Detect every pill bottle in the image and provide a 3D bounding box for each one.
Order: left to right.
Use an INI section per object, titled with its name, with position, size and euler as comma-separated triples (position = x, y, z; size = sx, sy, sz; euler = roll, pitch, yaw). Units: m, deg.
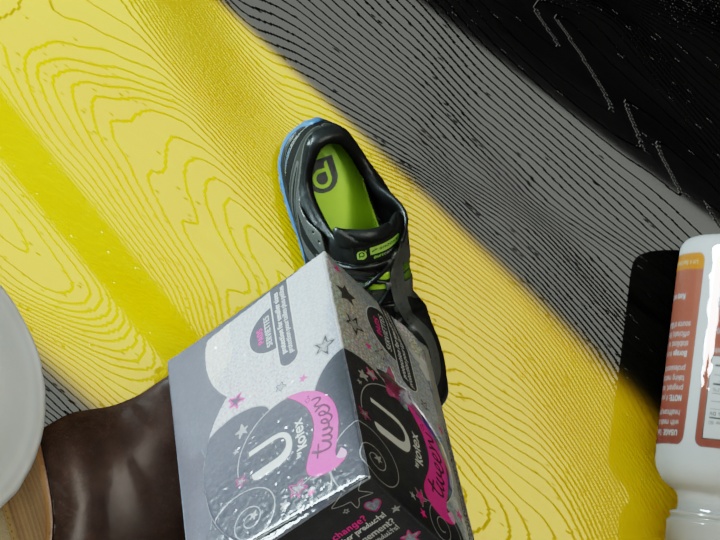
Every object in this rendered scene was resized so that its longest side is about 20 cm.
[pill bottle]
position = 0.247, 0.084, 1.404
size = 0.111, 0.112, 0.202
euler = 9, 85, -8

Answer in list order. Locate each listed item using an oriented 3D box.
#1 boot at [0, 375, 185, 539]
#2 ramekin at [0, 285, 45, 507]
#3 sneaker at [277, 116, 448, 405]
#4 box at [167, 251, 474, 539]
[boot]
position = -0.135, 0.176, 1.355
size = 0.165, 0.072, 0.201
euler = -25, 86, -8
[ramekin]
position = -0.294, 0.075, 1.294
size = 0.201, 0.094, 0.204
euler = 18, 58, -30
[sneaker]
position = 0.000, 0.000, 1.386
size = 0.070, 0.083, 0.201
euler = -21, 91, -11
[box]
position = -0.024, 0.110, 1.274
size = 0.132, 0.201, 0.115
euler = -35, 126, 17
